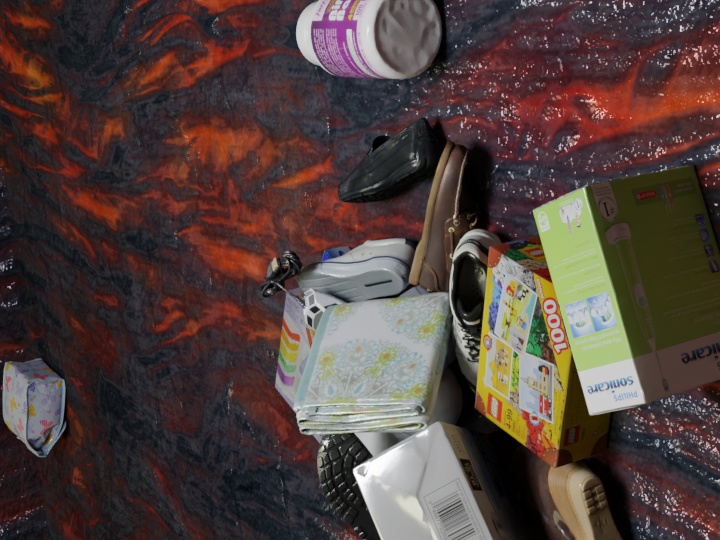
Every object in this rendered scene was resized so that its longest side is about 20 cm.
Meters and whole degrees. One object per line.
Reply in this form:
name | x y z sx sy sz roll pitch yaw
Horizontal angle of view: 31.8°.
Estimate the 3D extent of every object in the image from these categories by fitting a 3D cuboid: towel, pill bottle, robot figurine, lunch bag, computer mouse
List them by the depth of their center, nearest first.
towel | 0.019 0.110 1.500 0.168 0.202 0.049 -5 132 21
pill bottle | 0.003 -0.293 1.553 0.199 0.111 0.114 14 112 56
robot figurine | 0.062 0.183 1.619 0.201 0.111 0.171 119 164 -49
computer mouse | -0.044 0.055 1.688 0.199 0.044 0.110 39 147 6
lunch bag | -0.808 0.340 3.134 0.169 0.126 0.203 24 111 52

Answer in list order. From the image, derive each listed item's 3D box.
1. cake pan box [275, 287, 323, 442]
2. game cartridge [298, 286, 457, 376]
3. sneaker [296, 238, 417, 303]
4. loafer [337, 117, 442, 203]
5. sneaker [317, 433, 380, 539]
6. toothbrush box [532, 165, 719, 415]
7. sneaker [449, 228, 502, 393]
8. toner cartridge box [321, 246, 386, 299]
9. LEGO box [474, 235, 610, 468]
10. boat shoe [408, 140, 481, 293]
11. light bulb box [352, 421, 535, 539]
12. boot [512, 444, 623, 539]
cake pan box | -0.054 0.152 1.866 0.200 0.052 0.186 47 139 42
game cartridge | 0.031 0.107 1.561 0.133 0.198 0.041 50 170 47
sneaker | 0.000 0.000 1.681 0.198 0.071 0.073 -5 131 42
loafer | 0.035 -0.135 1.604 0.200 0.067 0.072 -24 72 54
sneaker | 0.011 0.280 1.565 0.202 0.075 0.088 61 -169 -5
toothbrush box | 0.264 0.017 1.187 0.086 0.144 0.203 -27 78 58
sneaker | 0.130 0.058 1.462 0.074 0.088 0.203 -3 103 20
toner cartridge box | 0.004 0.068 1.745 0.201 0.043 0.096 54 140 35
LEGO box | 0.204 0.086 1.379 0.148 0.076 0.203 33 128 50
boat shoe | 0.110 -0.059 1.509 0.069 0.071 0.202 18 128 11
light bulb box | 0.111 0.297 1.468 0.124 0.200 0.200 -29 70 15
boot | 0.237 0.302 1.433 0.166 0.071 0.203 -174 73 -71
